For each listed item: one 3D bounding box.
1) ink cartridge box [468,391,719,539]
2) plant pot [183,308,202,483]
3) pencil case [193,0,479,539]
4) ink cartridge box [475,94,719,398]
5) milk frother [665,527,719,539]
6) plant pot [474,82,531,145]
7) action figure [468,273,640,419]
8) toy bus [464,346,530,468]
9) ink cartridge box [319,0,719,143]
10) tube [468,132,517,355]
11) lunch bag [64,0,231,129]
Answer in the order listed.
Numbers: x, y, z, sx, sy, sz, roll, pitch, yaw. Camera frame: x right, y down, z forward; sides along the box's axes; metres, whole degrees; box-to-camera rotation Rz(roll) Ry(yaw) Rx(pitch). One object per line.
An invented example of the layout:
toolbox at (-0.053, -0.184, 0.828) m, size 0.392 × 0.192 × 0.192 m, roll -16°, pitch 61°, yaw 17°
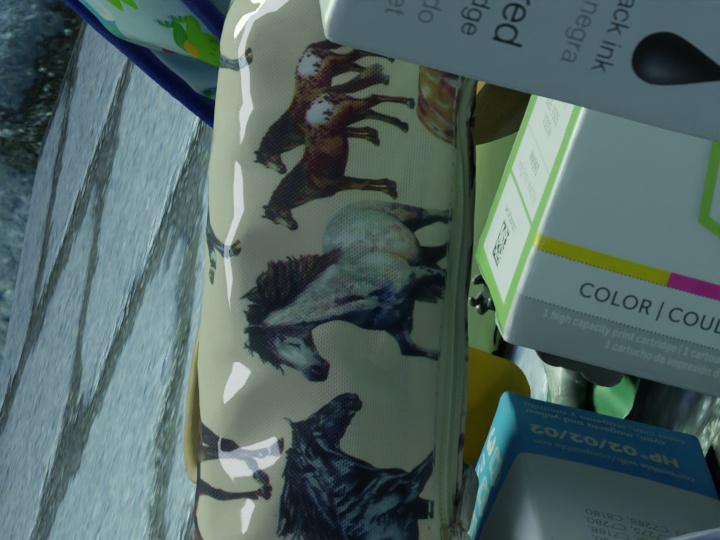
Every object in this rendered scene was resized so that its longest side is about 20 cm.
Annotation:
ink cartridge box at (0.062, 0.135, 0.810) m, size 0.200 × 0.067 × 0.116 m, roll -99°, pitch 25°, yaw -64°
plant pot at (-0.007, 0.005, 1.254) m, size 0.201 × 0.092 × 0.202 m, roll -165°, pitch 90°, yaw -79°
pencil case at (0.000, 0.000, 0.824) m, size 0.078 × 0.089 × 0.202 m, roll -10°, pitch -76°, yaw -71°
ink cartridge box at (0.110, -0.068, 0.736) m, size 0.059 × 0.103 × 0.201 m, roll -105°, pitch 32°, yaw -68°
milk frother at (0.036, 0.169, 0.566) m, size 0.189 × 0.199 × 0.181 m, roll -88°, pitch 13°, yaw -48°
plant pot at (0.086, -0.123, 1.009) m, size 0.201 × 0.027 × 0.200 m, roll -59°, pitch 6°, yaw 9°
action figure at (0.072, -0.014, 1.000) m, size 0.200 × 0.054 × 0.119 m, roll -85°, pitch 11°, yaw -56°
toy bus at (0.011, 0.072, 0.987) m, size 0.200 × 0.065 × 0.079 m, roll -35°, pitch -38°, yaw -72°
ink cartridge box at (0.104, -0.098, 0.566) m, size 0.084 × 0.199 × 0.145 m, roll -99°, pitch 26°, yaw -59°
tube at (0.034, 0.027, 1.157) m, size 0.058 × 0.052 × 0.201 m, roll 4°, pitch -80°, yaw -59°
lunch bag at (-0.013, -0.133, 0.922) m, size 0.127 × 0.200 × 0.171 m, roll 25°, pitch 76°, yaw 42°
